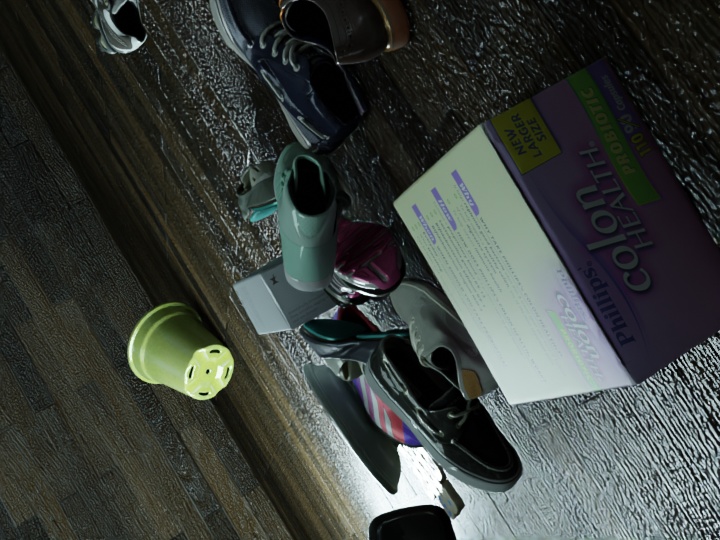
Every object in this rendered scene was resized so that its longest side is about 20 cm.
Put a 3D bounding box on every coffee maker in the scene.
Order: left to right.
[{"bbox_3d":[0.069,0.413,1.536,0.192,0.134,0.200,49,159,35],"label":"coffee maker"}]

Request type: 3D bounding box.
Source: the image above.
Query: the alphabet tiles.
[{"bbox_3d":[0.071,0.230,1.416,0.200,0.015,0.196,55,168,18],"label":"alphabet tiles"}]

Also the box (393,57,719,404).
[{"bbox_3d":[0.128,-0.015,0.728,0.176,0.097,0.200,60,164,2],"label":"box"}]

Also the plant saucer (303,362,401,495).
[{"bbox_3d":[0.002,0.190,1.394,0.200,0.050,0.200,54,-179,-1],"label":"plant saucer"}]

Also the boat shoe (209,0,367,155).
[{"bbox_3d":[-0.063,-0.207,1.025,0.200,0.075,0.093,54,160,-8],"label":"boat shoe"}]

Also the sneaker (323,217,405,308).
[{"bbox_3d":[0.000,0.000,1.172,0.088,0.074,0.200,60,163,-24],"label":"sneaker"}]

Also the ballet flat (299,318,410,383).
[{"bbox_3d":[-0.001,0.096,1.250,0.200,0.073,0.073,3,123,49],"label":"ballet flat"}]

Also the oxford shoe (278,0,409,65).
[{"bbox_3d":[-0.043,-0.237,0.897,0.200,0.073,0.071,48,160,37],"label":"oxford shoe"}]

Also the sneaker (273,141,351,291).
[{"bbox_3d":[-0.048,-0.090,1.108,0.118,0.074,0.201,98,169,-46],"label":"sneaker"}]

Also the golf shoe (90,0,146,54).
[{"bbox_3d":[-0.359,-0.409,1.560,0.094,0.078,0.200,9,130,47],"label":"golf shoe"}]

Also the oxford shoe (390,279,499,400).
[{"bbox_3d":[0.074,0.066,1.083,0.200,0.058,0.075,40,158,54],"label":"oxford shoe"}]

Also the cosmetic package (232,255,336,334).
[{"bbox_3d":[-0.080,0.019,1.362,0.081,0.113,0.200,62,165,-5],"label":"cosmetic package"}]

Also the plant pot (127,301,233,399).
[{"bbox_3d":[-0.387,0.193,2.442,0.184,0.200,0.201,25,143,43],"label":"plant pot"}]

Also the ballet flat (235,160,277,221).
[{"bbox_3d":[-0.120,-0.103,1.355,0.064,0.067,0.200,68,163,-2],"label":"ballet flat"}]

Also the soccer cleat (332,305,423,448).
[{"bbox_3d":[0.024,0.126,1.316,0.200,0.068,0.073,54,158,28],"label":"soccer cleat"}]

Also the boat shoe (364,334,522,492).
[{"bbox_3d":[0.087,0.146,1.117,0.200,0.071,0.064,40,146,9],"label":"boat shoe"}]
